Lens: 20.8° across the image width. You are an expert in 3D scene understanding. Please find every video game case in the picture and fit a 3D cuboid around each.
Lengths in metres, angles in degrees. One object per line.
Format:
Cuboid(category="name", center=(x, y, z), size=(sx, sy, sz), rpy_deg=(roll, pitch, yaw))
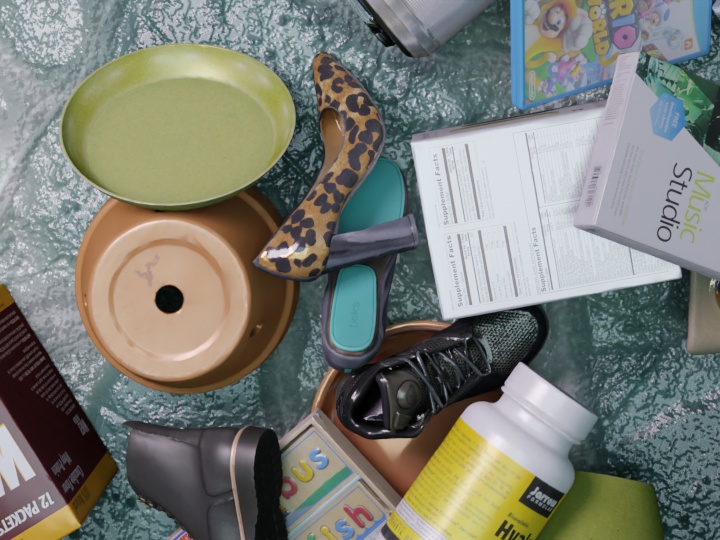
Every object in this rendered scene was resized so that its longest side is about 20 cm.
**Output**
Cuboid(category="video game case", center=(0.210, -0.224, 1.619), size=(0.199, 0.018, 0.144), rpy_deg=(-18, 121, -26))

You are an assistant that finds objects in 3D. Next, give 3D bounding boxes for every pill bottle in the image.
Cuboid(category="pill bottle", center=(0.109, 0.181, 1.640), size=(0.111, 0.111, 0.200), rpy_deg=(34, 92, -2))

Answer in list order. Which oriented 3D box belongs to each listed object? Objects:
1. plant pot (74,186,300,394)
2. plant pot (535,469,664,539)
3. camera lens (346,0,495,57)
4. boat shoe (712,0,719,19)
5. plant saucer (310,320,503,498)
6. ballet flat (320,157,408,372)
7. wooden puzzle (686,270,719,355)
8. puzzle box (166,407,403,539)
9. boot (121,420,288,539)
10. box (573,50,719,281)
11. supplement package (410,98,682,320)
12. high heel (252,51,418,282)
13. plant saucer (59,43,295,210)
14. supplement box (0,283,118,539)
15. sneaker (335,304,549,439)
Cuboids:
Cuboid(category="plant pot", center=(-0.155, 0.017, 1.675), size=(0.199, 0.140, 0.201), rpy_deg=(0, 98, 2))
Cuboid(category="plant pot", center=(0.193, 0.277, 1.690), size=(0.186, 0.187, 0.201), rpy_deg=(10, 82, 1))
Cuboid(category="camera lens", center=(0.066, -0.288, 1.617), size=(0.200, 0.160, 0.160), rpy_deg=(-39, 94, 6))
Cuboid(category="boat shoe", center=(0.390, -0.267, 1.651), size=(0.068, 0.074, 0.199), rpy_deg=(44, 90, -12))
Cuboid(category="plant saucer", center=(0.054, 0.142, 1.734), size=(0.199, 0.037, 0.201), rpy_deg=(0, 96, 3))
Cuboid(category="ballet flat", center=(0.000, 0.000, 1.692), size=(0.073, 0.073, 0.201), rpy_deg=(9, 61, 1))
Cuboid(category="wooden puzzle", center=(0.370, -0.023, 1.657), size=(0.184, 0.046, 0.201), rpy_deg=(-4, 109, -14))
Cuboid(category="puzzle box", center=(-0.064, 0.230, 1.731), size=(0.200, 0.025, 0.133), rpy_deg=(-42, 93, 21))
Cuboid(category="boot", center=(-0.139, 0.225, 1.705), size=(0.138, 0.077, 0.201), rpy_deg=(6, 102, 22))
Cuboid(category="box", center=(0.275, -0.073, 1.561), size=(0.199, 0.036, 0.145), rpy_deg=(18, 83, -26))
Cuboid(category="supplement package", center=(0.152, -0.057, 1.646), size=(0.199, 0.152, 0.152), rpy_deg=(-10, 96, 3))
Cuboid(category="high heel", center=(-0.047, -0.090, 1.655), size=(0.142, 0.071, 0.201), rpy_deg=(-14, 70, -19))
Cuboid(category="plant saucer", center=(-0.153, -0.116, 1.655), size=(0.199, 0.201, 0.031), rpy_deg=(0, 137, 2))
Cuboid(category="supplement box", center=(-0.326, 0.142, 1.668), size=(0.132, 0.197, 0.201), rpy_deg=(-31, 96, 6))
Cuboid(category="sneaker", center=(0.071, 0.088, 1.653), size=(0.199, 0.114, 0.077), rpy_deg=(-23, 97, 3))
